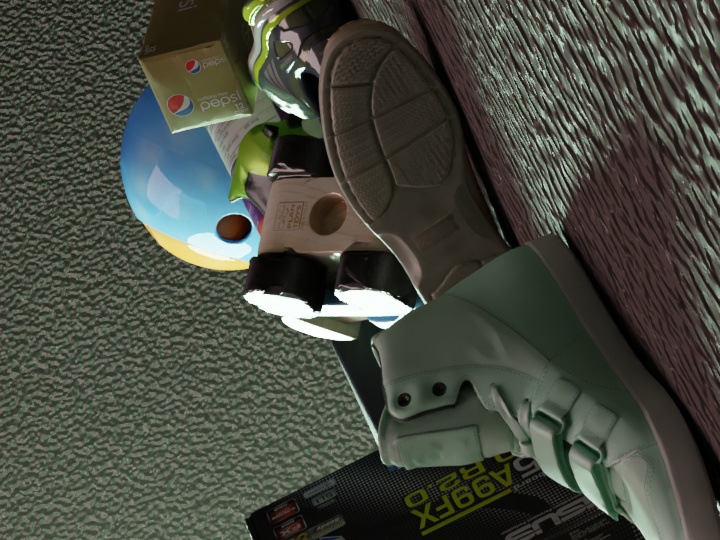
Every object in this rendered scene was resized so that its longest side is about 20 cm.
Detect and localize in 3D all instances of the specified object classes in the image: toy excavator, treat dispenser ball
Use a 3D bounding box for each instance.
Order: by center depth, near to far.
[{"bbox_3d":[0.000,0.000,1.384,0.200,0.193,0.101,34,-119,-52],"label":"toy excavator"},{"bbox_3d":[-0.121,-0.101,2.088,0.202,0.200,0.201,63,177,6],"label":"treat dispenser ball"}]

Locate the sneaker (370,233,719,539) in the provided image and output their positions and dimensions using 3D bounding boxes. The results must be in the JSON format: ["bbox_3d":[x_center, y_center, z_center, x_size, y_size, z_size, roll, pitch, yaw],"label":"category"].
[{"bbox_3d":[0.075,0.081,0.966,0.201,0.118,0.074,59,174,44],"label":"sneaker"}]

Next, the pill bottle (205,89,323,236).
[{"bbox_3d":[-0.060,-0.114,1.759,0.201,0.111,0.112,63,177,21],"label":"pill bottle"}]

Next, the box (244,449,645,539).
[{"bbox_3d":[0.046,0.146,1.262,0.044,0.199,0.160,65,178,-26],"label":"box"}]

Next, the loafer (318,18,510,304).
[{"bbox_3d":[0.030,-0.047,1.197,0.201,0.071,0.063,62,-175,-25],"label":"loafer"}]

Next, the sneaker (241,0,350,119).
[{"bbox_3d":[-0.031,-0.132,1.512,0.081,0.074,0.200,59,178,14],"label":"sneaker"}]

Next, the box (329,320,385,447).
[{"bbox_3d":[0.072,0.128,1.579,0.148,0.104,0.201,62,177,46],"label":"box"}]

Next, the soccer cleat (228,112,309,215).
[{"bbox_3d":[-0.008,-0.024,1.530,0.200,0.067,0.081,40,127,22],"label":"soccer cleat"}]

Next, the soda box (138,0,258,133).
[{"bbox_3d":[-0.103,-0.189,1.621,0.201,0.063,0.068,-83,-24,-49],"label":"soda box"}]
